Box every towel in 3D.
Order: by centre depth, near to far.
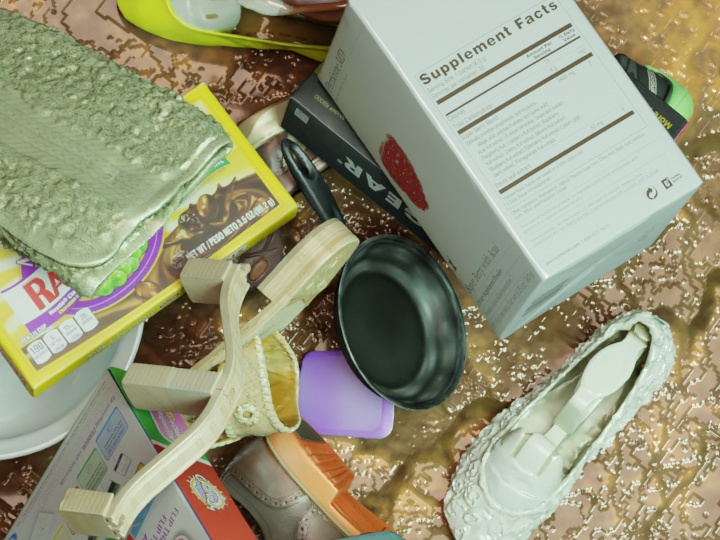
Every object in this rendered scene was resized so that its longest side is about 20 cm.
[{"bbox_3d":[-0.190,-0.077,1.661,0.200,0.036,0.148,29,64,25],"label":"towel"}]

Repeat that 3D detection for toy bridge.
[{"bbox_3d":[-0.104,0.070,1.589,0.067,0.027,0.200,5,50,27],"label":"toy bridge"}]

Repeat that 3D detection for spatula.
[{"bbox_3d":[-0.078,0.074,1.752,0.200,0.021,0.057,4,81,-1],"label":"spatula"}]

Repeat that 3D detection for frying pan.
[{"bbox_3d":[-0.003,0.015,1.716,0.190,0.031,0.115,37,52,-31],"label":"frying pan"}]

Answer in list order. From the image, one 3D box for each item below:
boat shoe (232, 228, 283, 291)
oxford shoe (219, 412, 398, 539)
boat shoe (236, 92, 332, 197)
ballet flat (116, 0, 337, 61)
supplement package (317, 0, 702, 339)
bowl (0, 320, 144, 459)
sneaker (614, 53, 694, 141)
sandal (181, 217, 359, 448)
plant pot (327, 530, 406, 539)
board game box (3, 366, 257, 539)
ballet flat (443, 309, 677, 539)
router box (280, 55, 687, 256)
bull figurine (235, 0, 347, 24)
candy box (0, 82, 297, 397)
[{"bbox_3d":[-0.132,-0.061,1.753,0.076,0.072,0.200,-44,89,4],"label":"boat shoe"},{"bbox_3d":[-0.011,0.187,1.718,0.073,0.071,0.200,-39,79,12],"label":"oxford shoe"},{"bbox_3d":[0.014,-0.095,1.756,0.200,0.072,0.072,-24,79,-23],"label":"boat shoe"},{"bbox_3d":[-0.061,-0.175,1.781,0.200,0.067,0.067,12,81,0],"label":"ballet flat"},{"bbox_3d":[0.084,-0.084,1.608,0.120,0.121,0.200,-31,79,-18],"label":"supplement package"},{"bbox_3d":[-0.234,0.025,1.719,0.201,0.090,0.201,1,78,-4],"label":"bowl"},{"bbox_3d":[0.126,-0.064,1.770,0.200,0.077,0.084,-41,77,-20],"label":"sneaker"},{"bbox_3d":[-0.059,0.066,1.678,0.070,0.078,0.212,45,112,11],"label":"sandal"},{"bbox_3d":[-0.014,0.266,1.603,0.196,0.196,0.200,-2,64,-47],"label":"plant pot"},{"bbox_3d":[-0.135,0.176,1.607,0.040,0.200,0.153,18,113,-37],"label":"board game box"},{"bbox_3d":[0.124,0.097,1.735,0.072,0.072,0.200,41,80,6],"label":"ballet flat"},{"bbox_3d":[0.076,-0.092,1.702,0.200,0.052,0.157,38,70,4],"label":"router box"},{"bbox_3d":[-0.036,-0.211,1.730,0.121,0.200,0.065,3,115,-5],"label":"bull figurine"},{"bbox_3d":[-0.148,-0.020,1.673,0.200,0.026,0.102,-36,79,-14],"label":"candy box"}]
